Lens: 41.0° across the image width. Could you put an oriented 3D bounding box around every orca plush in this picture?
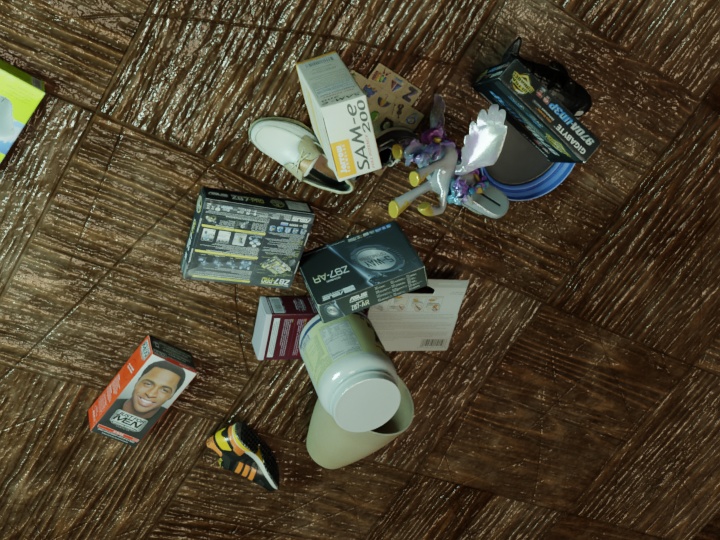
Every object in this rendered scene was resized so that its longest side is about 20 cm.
[{"bbox_3d":[0.334,-0.327,1.637,0.200,0.071,0.105,41,64,-24],"label":"orca plush"}]

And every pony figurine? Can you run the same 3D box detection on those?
[{"bbox_3d":[0.141,-0.183,1.600,0.200,0.166,0.194,-18,120,-38],"label":"pony figurine"}]

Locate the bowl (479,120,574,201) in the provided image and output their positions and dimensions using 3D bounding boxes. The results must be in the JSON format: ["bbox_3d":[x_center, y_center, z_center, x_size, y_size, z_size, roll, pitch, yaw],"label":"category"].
[{"bbox_3d":[0.303,-0.222,1.744,0.200,0.039,0.201,-11,126,-14],"label":"bowl"}]

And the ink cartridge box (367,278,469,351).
[{"bbox_3d":[0.095,0.078,1.873,0.199,0.044,0.174,2,122,-22],"label":"ink cartridge box"}]

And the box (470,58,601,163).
[{"bbox_3d":[0.287,-0.259,1.591,0.200,0.159,0.046,41,89,-12],"label":"box"}]

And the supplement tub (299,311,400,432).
[{"bbox_3d":[-0.018,0.176,1.720,0.144,0.200,0.145,-11,128,-15],"label":"supplement tub"}]

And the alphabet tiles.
[{"bbox_3d":[0.010,-0.248,1.635,0.166,0.006,0.200,25,111,-33],"label":"alphabet tiles"}]

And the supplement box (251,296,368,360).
[{"bbox_3d":[-0.095,0.107,1.809,0.199,0.061,0.109,1,123,-21],"label":"supplement box"}]

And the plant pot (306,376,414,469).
[{"bbox_3d":[-0.024,0.302,1.915,0.187,0.188,0.200,14,132,-28],"label":"plant pot"}]

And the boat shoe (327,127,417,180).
[{"bbox_3d":[0.035,-0.187,1.605,0.200,0.063,0.073,-20,141,-43],"label":"boat shoe"}]

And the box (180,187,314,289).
[{"bbox_3d":[-0.195,-0.052,1.667,0.199,0.049,0.162,6,119,-24],"label":"box"}]

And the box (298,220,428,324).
[{"bbox_3d":[0.000,0.000,1.707,0.199,0.160,0.044,-20,128,-6],"label":"box"}]

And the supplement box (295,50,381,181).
[{"bbox_3d":[-0.035,-0.243,1.492,0.073,0.200,0.126,-18,125,-5],"label":"supplement box"}]

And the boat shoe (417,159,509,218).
[{"bbox_3d":[0.171,-0.152,1.720,0.200,0.067,0.074,38,75,-13],"label":"boat shoe"}]

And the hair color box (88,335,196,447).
[{"bbox_3d":[-0.403,0.225,1.773,0.101,0.061,0.200,29,109,-33],"label":"hair color box"}]

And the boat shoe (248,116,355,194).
[{"bbox_3d":[-0.090,-0.189,1.592,0.199,0.068,0.075,22,119,-24],"label":"boat shoe"}]

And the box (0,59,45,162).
[{"bbox_3d":[-0.566,-0.218,1.410,0.122,0.048,0.200,28,110,-33],"label":"box"}]

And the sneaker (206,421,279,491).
[{"bbox_3d":[-0.237,0.384,1.953,0.090,0.070,0.200,-20,129,12],"label":"sneaker"}]
